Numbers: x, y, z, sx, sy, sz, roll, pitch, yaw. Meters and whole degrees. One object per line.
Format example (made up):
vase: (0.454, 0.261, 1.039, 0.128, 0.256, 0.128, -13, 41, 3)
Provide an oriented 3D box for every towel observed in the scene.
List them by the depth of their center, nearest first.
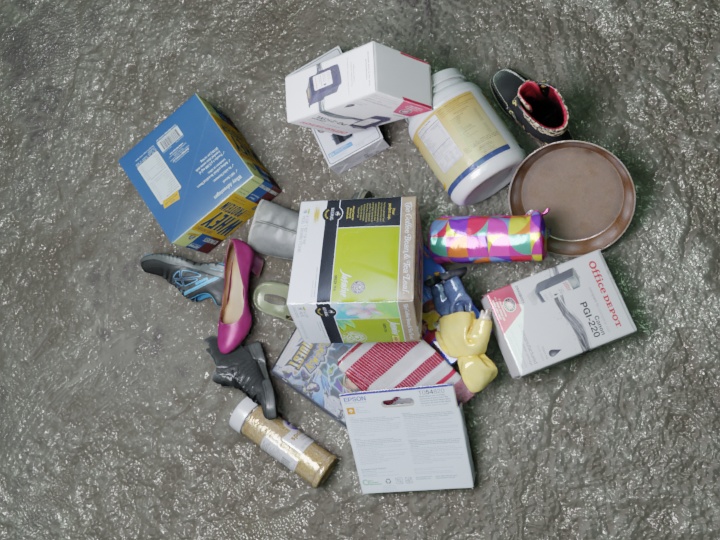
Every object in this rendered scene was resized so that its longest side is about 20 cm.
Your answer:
towel: (0.075, 0.181, 1.267, 0.200, 0.023, 0.144, 44, 109, -5)

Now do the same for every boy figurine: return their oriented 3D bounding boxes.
boy figurine: (0.171, 0.096, 1.223, 0.124, 0.064, 0.200, -30, 77, 48)

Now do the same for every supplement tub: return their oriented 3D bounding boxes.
supplement tub: (0.171, -0.225, 1.272, 0.144, 0.144, 0.200, -34, 76, 10)

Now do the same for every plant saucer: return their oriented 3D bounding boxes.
plant saucer: (0.344, -0.120, 1.230, 0.200, 0.034, 0.201, 9, 119, 17)

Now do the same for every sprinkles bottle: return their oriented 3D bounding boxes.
sprinkles bottle: (-0.138, 0.305, 1.343, 0.200, 0.068, 0.068, 32, 93, 16)

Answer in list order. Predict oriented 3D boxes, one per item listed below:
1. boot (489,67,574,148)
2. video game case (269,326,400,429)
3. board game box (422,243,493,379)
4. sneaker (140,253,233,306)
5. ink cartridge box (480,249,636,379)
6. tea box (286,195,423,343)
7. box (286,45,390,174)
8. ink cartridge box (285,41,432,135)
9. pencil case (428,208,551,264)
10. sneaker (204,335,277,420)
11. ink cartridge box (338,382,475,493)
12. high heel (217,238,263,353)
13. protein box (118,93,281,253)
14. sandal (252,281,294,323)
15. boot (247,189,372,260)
boot: (0.281, -0.277, 1.242, 0.073, 0.151, 0.200, -35, 75, 10)
video game case: (-0.040, 0.151, 1.319, 0.181, 0.025, 0.200, 34, 108, 9)
board game box: (0.119, 0.069, 1.307, 0.134, 0.045, 0.200, -40, 75, 8)
sneaker: (-0.333, 0.015, 1.426, 0.200, 0.073, 0.082, 10, 87, 17)
ink cartridge box: (0.316, 0.072, 1.210, 0.200, 0.085, 0.146, -21, 79, -2)
tea box: (0.000, 0.000, 1.209, 0.196, 0.134, 0.200, -2, 56, 10)
box: (-0.041, -0.293, 1.383, 0.116, 0.060, 0.200, -26, 78, 12)
ink cartridge box: (-0.005, -0.290, 1.230, 0.200, 0.145, 0.085, -7, 83, 42)
pencil case: (0.214, -0.054, 1.245, 0.200, 0.088, 0.089, -3, 83, 21)
sneaker: (-0.216, 0.193, 1.352, 0.104, 0.060, 0.200, -13, 48, -10)
ink cartridge box: (0.080, 0.276, 1.259, 0.199, 0.041, 0.200, -7, 109, 15)
high heel: (-0.237, 0.045, 1.356, 0.067, 0.096, 0.200, 1, 69, 27)
protein box: (-0.297, -0.175, 1.404, 0.198, 0.135, 0.200, -38, 76, 9)
sandal: (-0.109, 0.063, 1.365, 0.201, 0.057, 0.080, 5, 84, 17)
boot: (-0.094, -0.091, 1.379, 0.200, 0.073, 0.182, 23, 90, 22)
